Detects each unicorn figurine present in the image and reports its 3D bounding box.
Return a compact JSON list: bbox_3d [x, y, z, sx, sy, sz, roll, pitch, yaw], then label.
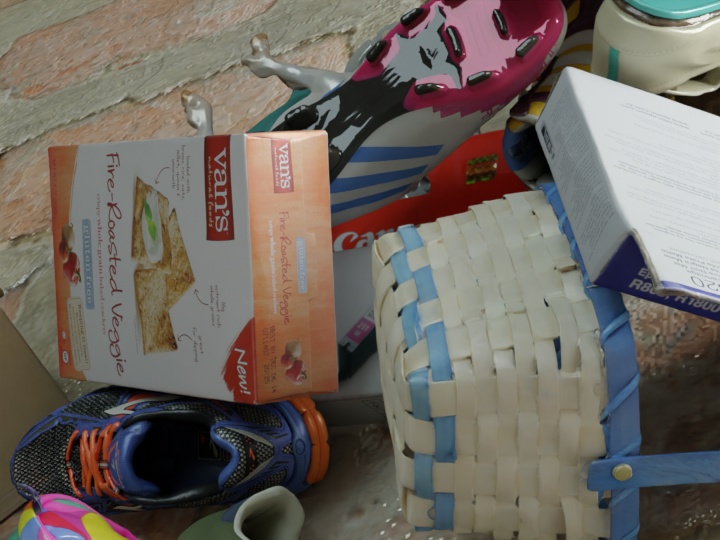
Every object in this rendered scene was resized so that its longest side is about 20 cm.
[{"bbox_3d":[-0.030,-0.091,1.017,0.137,0.074,0.201,34,85,36],"label":"unicorn figurine"}]

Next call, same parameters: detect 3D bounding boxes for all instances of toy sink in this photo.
[{"bbox_3d":[-0.266,0.041,1.039,0.112,0.201,0.130,-38,31,-11],"label":"toy sink"}]

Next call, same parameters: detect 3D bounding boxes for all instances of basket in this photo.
[{"bbox_3d":[0.108,0.039,0.789,0.198,0.140,0.177,-8,32,1],"label":"basket"}]

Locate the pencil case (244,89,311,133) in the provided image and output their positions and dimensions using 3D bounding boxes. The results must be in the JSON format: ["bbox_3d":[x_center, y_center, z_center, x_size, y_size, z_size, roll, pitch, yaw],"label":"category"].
[{"bbox_3d":[-0.085,-0.036,1.105,0.200,0.085,0.092,-38,33,-13],"label":"pencil case"}]

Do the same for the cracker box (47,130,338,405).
[{"bbox_3d":[-0.095,-0.004,0.920,0.057,0.135,0.199,-5,4,-40],"label":"cracker box"}]

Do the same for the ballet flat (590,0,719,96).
[{"bbox_3d":[0.194,-0.127,0.871,0.199,0.070,0.069,-17,22,-32],"label":"ballet flat"}]

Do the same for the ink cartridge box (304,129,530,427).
[{"bbox_3d":[0.000,0.000,0.963,0.199,0.043,0.175,-9,62,32],"label":"ink cartridge box"}]

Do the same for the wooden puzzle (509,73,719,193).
[{"bbox_3d":[0.198,-0.088,0.980,0.198,0.046,0.186,-8,38,26],"label":"wooden puzzle"}]

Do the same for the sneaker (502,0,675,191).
[{"bbox_3d":[0.114,-0.094,0.928,0.089,0.075,0.201,-15,35,1],"label":"sneaker"}]

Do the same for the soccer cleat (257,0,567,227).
[{"bbox_3d":[0.029,-0.087,0.932,0.199,0.086,0.070,-31,64,13],"label":"soccer cleat"}]

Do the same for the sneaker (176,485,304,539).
[{"bbox_3d":[-0.047,0.169,0.792,0.090,0.067,0.200,-36,28,4],"label":"sneaker"}]

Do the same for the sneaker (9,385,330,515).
[{"bbox_3d":[-0.117,0.096,0.925,0.199,0.076,0.078,-12,-4,30],"label":"sneaker"}]

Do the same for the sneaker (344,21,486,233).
[{"bbox_3d":[0.052,-0.063,1.041,0.076,0.080,0.201,-27,51,19],"label":"sneaker"}]

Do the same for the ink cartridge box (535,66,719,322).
[{"bbox_3d":[0.185,-0.005,0.749,0.201,0.198,0.041,-98,27,-59],"label":"ink cartridge box"}]

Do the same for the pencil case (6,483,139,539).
[{"bbox_3d":[-0.167,0.196,0.783,0.201,0.088,0.088,-56,31,6],"label":"pencil case"}]
